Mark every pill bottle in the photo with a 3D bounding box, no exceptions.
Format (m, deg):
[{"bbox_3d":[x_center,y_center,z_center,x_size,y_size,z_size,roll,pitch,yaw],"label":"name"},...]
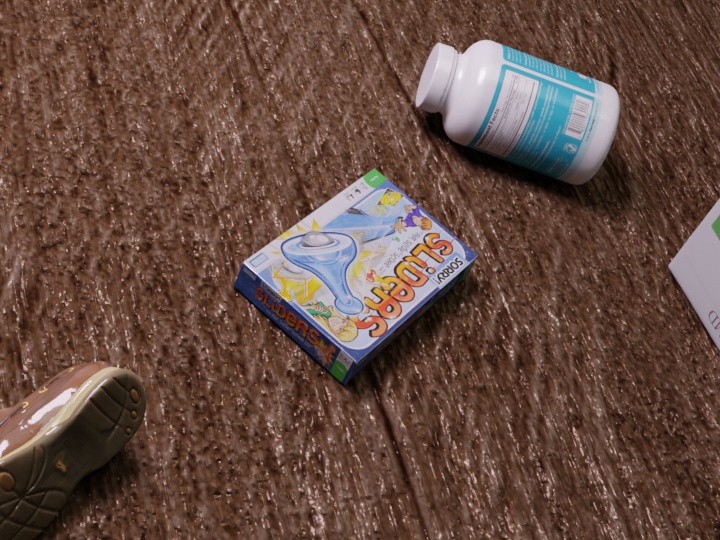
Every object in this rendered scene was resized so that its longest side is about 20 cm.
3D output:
[{"bbox_3d":[0.161,-0.171,1.298,0.198,0.111,0.112,19,46,-9],"label":"pill bottle"}]

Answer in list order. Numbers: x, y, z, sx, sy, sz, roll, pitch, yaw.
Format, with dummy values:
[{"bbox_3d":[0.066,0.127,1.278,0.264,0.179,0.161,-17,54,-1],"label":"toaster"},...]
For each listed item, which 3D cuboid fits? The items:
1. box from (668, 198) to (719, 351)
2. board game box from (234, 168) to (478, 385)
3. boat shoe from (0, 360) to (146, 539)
[{"bbox_3d":[0.460,0.009,1.237,0.198,0.172,0.200,-6,54,-28],"label":"box"},{"bbox_3d":[0.000,0.000,1.126,0.135,0.035,0.200,40,46,12],"label":"board game box"},{"bbox_3d":[-0.241,0.136,0.881,0.067,0.073,0.200,15,44,37],"label":"boat shoe"}]
